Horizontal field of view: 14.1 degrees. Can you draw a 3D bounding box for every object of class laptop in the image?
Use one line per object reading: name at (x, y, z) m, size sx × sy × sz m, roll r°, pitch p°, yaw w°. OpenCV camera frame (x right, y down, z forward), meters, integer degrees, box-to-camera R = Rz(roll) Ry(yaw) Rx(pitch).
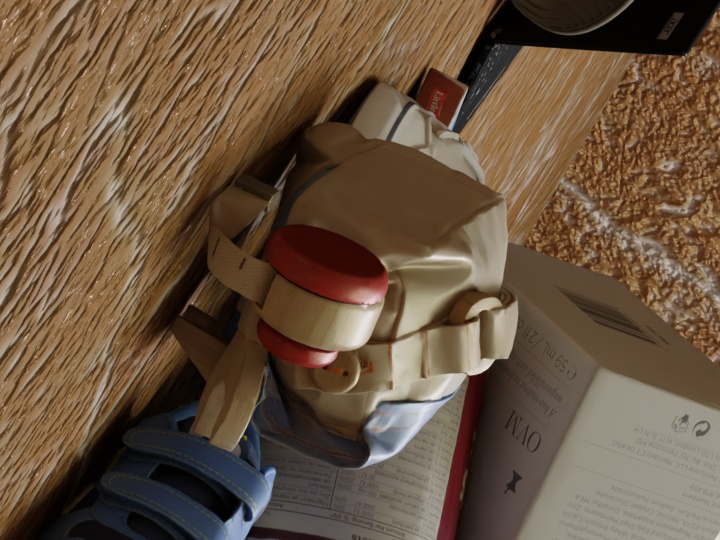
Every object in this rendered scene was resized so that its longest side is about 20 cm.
laptop at (0.140, -0.139, 1.655) m, size 0.177 × 0.103 × 0.200 m, roll -53°, pitch 173°, yaw -39°

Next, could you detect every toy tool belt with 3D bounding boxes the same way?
toy tool belt at (-0.009, 0.029, 1.114) m, size 0.123 × 0.124 × 0.200 m, roll -68°, pitch 171°, yaw 19°

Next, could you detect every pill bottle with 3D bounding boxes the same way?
pill bottle at (-0.010, 0.100, 1.269) m, size 0.110 × 0.109 × 0.201 m, roll 105°, pitch -3°, yaw -75°

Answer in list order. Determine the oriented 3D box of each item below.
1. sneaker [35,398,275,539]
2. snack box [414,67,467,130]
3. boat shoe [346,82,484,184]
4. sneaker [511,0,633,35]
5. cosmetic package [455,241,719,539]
sneaker at (-0.079, 0.098, 1.143) m, size 0.082 × 0.074 × 0.200 m, roll -55°, pitch -175°, yaw 9°
snack box at (0.000, 0.000, 1.433) m, size 0.072 × 0.024 × 0.201 m, roll 108°, pitch 7°, yaw -69°
boat shoe at (0.022, -0.041, 1.300) m, size 0.074 × 0.065 × 0.200 m, roll -58°, pitch 175°, yaw 15°
sneaker at (0.137, -0.203, 1.360) m, size 0.106 × 0.075 × 0.200 m, roll -49°, pitch 169°, yaw -47°
cosmetic package at (0.072, 0.110, 1.367) m, size 0.201 × 0.122 × 0.199 m, roll -66°, pitch -152°, yaw 11°
